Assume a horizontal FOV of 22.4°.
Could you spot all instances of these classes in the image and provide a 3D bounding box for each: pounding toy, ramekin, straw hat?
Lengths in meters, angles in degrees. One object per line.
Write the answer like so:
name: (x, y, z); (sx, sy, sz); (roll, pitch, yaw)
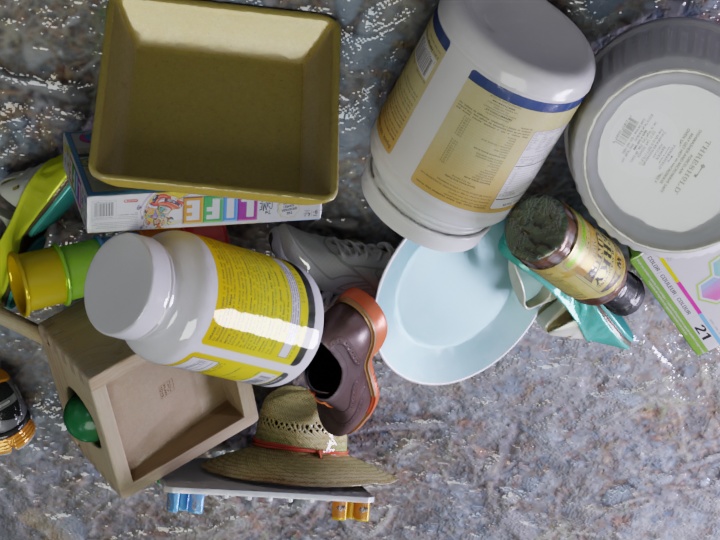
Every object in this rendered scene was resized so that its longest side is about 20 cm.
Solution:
pounding toy: (-0.225, 0.085, 1.690); (0.199, 0.142, 0.185); (-29, 134, -22)
ramekin: (0.268, -0.105, 1.540); (0.198, 0.105, 0.202); (4, 110, 10)
straw hat: (-0.058, 0.158, 1.800); (0.199, 0.201, 0.086); (5, 92, -7)

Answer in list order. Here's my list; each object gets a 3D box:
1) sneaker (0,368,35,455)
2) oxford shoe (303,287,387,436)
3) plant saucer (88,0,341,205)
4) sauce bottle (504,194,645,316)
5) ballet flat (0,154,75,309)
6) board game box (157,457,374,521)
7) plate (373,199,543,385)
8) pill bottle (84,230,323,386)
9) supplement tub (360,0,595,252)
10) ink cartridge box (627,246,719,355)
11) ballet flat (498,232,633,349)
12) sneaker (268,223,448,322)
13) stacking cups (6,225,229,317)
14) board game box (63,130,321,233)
sneaker: (-0.423, 0.140, 1.791); (0.198, 0.078, 0.078); (-7, 117, -1)
oxford shoe: (-0.027, 0.097, 1.672); (0.071, 0.072, 0.201); (37, 147, 23)
plant saucer: (-0.117, -0.132, 1.495); (0.197, 0.202, 0.049); (5, 144, -6)
sauce bottle: (0.195, -0.008, 1.600); (0.064, 0.065, 0.200); (-29, 151, 21)
ballet flat: (-0.305, -0.048, 1.643); (0.067, 0.067, 0.201); (38, 125, 4)
board game box: (-0.102, 0.212, 1.774); (0.198, 0.200, 0.026); (4, 92, -11)
plate: (0.091, 0.015, 1.692); (0.198, 0.026, 0.202); (-16, 124, -25)
pill bottle: (-0.133, 0.030, 1.540); (0.112, 0.113, 0.199); (-39, 146, 27)
supplement tub: (0.094, -0.129, 1.533); (0.143, 0.145, 0.201); (18, 127, -17)
ink cartridge box: (0.361, -0.031, 1.670); (0.199, 0.076, 0.148); (-27, 126, 21)
ballet flat: (0.185, 0.019, 1.703); (0.070, 0.068, 0.200); (-34, 129, 8)
sneaker: (0.000, 0.000, 1.693); (0.199, 0.075, 0.081); (29, 114, -32)
stacking cups: (-0.217, -0.013, 1.641); (0.198, 0.061, 0.061); (-17, 135, -23)
board game box: (-0.144, -0.081, 1.541); (0.198, 0.135, 0.035); (-4, 118, -16)
